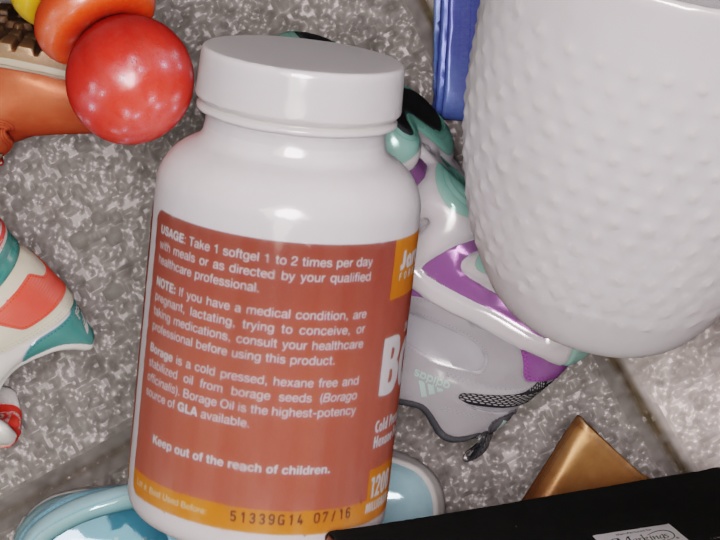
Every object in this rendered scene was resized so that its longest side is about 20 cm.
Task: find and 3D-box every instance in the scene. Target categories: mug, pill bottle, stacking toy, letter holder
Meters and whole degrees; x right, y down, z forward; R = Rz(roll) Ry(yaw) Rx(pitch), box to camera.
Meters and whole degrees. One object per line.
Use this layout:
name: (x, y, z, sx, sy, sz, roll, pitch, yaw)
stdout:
mug: (0.136, -0.053, 1.027, 0.199, 0.148, 0.176, 18, 124, 9)
pill bottle: (-0.034, 0.009, 1.078, 0.111, 0.112, 0.201, 7, 104, 1)
stacking toy: (-0.131, -0.138, 1.111, 0.085, 0.085, 0.201, -29, 65, 3)
letter holder: (0.087, 0.179, 1.084, 0.199, 0.101, 0.143, -6, 115, -28)

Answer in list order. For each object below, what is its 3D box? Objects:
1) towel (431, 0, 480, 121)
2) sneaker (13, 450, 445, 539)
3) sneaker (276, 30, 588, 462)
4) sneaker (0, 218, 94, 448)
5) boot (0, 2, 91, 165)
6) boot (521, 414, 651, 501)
towel: (0.132, -0.135, 1.171, 0.198, 0.024, 0.146, 3, 94, 2)
sneaker: (-0.059, 0.124, 1.161, 0.199, 0.082, 0.074, -11, 94, 1)
sneaker: (0.000, 0.000, 1.158, 0.200, 0.078, 0.140, 46, 109, 16)
sneaker: (-0.205, 0.065, 1.169, 0.200, 0.070, 0.093, -42, 114, 14)
boot: (-0.180, -0.065, 1.169, 0.198, 0.075, 0.108, 4, 106, 1)
boot: (0.046, 0.151, 1.153, 0.188, 0.068, 0.200, 37, 94, -13)
